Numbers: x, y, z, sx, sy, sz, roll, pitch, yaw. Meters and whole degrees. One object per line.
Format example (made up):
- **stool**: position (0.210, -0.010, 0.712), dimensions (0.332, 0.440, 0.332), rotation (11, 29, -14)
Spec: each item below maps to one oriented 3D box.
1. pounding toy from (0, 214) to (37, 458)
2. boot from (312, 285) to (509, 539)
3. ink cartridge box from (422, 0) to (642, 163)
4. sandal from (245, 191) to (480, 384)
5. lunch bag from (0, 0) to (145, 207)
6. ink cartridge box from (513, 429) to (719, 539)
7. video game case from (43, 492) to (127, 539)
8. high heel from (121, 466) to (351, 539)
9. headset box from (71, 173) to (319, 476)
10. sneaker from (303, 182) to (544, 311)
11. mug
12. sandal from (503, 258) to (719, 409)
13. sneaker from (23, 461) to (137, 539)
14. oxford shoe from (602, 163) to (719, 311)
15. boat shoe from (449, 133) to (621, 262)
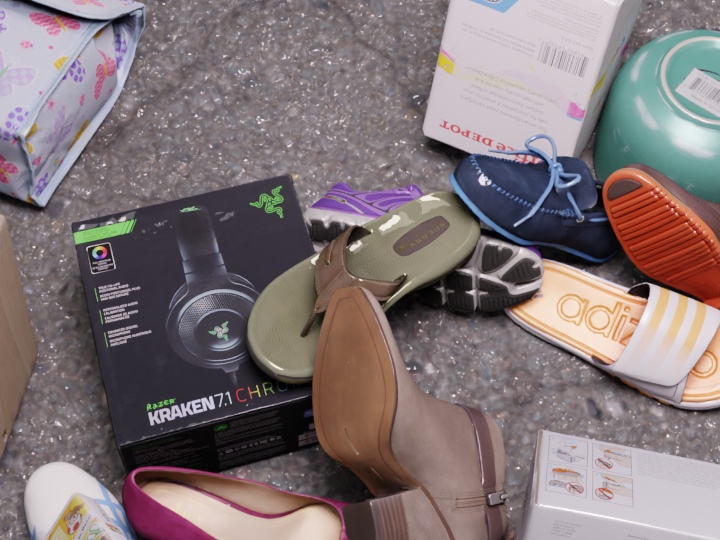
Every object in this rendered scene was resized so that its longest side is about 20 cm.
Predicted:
- **pounding toy**: position (-0.350, 0.064, 0.886), dimensions (0.199, 0.185, 0.143), rotation (6, 48, 2)
- **boot**: position (0.042, 0.111, 0.864), dimensions (0.070, 0.146, 0.201), rotation (-5, 86, 41)
- **ink cartridge box**: position (0.141, -0.177, 1.021), dimensions (0.128, 0.201, 0.125), rotation (24, 45, 13)
- **sandal**: position (0.000, -0.001, 0.881), dimensions (0.201, 0.057, 0.080), rotation (-38, 69, -20)
- **lunch bag**: position (-0.295, -0.180, 1.048), dimensions (0.169, 0.127, 0.201), rotation (21, 55, 9)
- **ink cartridge box**: position (0.197, 0.215, 0.832), dimensions (0.199, 0.177, 0.084), rotation (11, 29, 5)
- **video game case**: position (-0.189, 0.256, 0.756), dimensions (0.201, 0.023, 0.182), rotation (-59, 34, -3)
- **high heel**: position (-0.063, 0.173, 0.861), dimensions (0.199, 0.096, 0.068), rotation (2, 59, 0)
- **headset box**: position (-0.110, 0.038, 0.941), dimensions (0.173, 0.093, 0.201), rotation (-13, 61, -9)
- **sneaker**: position (0.051, -0.032, 0.988), dimensions (0.199, 0.081, 0.084), rotation (16, 50, 18)
- **mug**: position (0.289, -0.121, 1.026), dimensions (0.184, 0.115, 0.153), rotation (-7, 60, -4)
- **sandal**: position (0.198, 0.044, 0.952), dimensions (0.206, 0.059, 0.080), rotation (20, 84, 14)
- **sneaker**: position (-0.178, 0.211, 0.852), dimensions (0.072, 0.073, 0.201), rotation (-23, 62, -12)
- **oxford shoe**: position (0.260, -0.024, 0.962), dimensions (0.200, 0.071, 0.073), rotation (39, 55, -24)
- **boat shoe**: position (0.146, -0.063, 0.957), dimensions (0.199, 0.069, 0.084), rotation (7, 46, -49)
